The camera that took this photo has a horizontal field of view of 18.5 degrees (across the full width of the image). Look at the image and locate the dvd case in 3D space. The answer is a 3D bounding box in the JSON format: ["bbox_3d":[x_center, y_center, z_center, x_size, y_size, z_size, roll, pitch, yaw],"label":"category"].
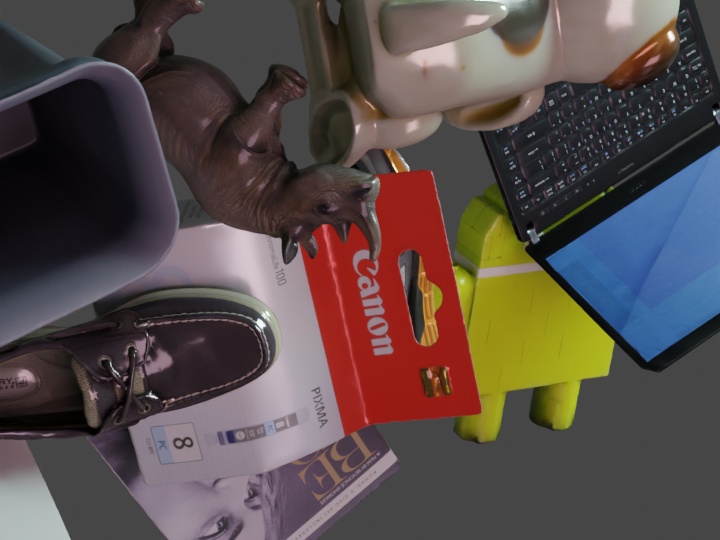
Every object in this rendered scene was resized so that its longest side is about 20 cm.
[{"bbox_3d":[-0.072,0.105,1.360,0.149,0.016,0.200,-40,130,-9],"label":"dvd case"}]

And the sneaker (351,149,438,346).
[{"bbox_3d":[0.000,0.000,1.307,0.077,0.078,0.201,-17,117,-15],"label":"sneaker"}]

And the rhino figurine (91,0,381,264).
[{"bbox_3d":[-0.064,-0.072,1.175,0.088,0.200,0.060,-50,170,11],"label":"rhino figurine"}]

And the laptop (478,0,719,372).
[{"bbox_3d":[0.181,-0.074,1.336,0.177,0.103,0.201,-32,115,-23],"label":"laptop"}]

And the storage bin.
[{"bbox_3d":[-0.217,-0.051,1.104,0.200,0.134,0.146,-27,127,-19],"label":"storage bin"}]

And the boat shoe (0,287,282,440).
[{"bbox_3d":[-0.142,0.059,1.202,0.199,0.065,0.072,-7,113,6],"label":"boat shoe"}]

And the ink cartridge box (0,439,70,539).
[{"bbox_3d":[-0.270,0.177,1.169,0.199,0.145,0.147,9,124,-36],"label":"ink cartridge box"}]

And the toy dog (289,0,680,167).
[{"bbox_3d":[0.075,-0.149,1.199,0.199,0.194,0.140,-12,83,-20],"label":"toy dog"}]

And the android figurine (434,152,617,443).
[{"bbox_3d":[0.116,0.015,1.418,0.181,0.041,0.201,-5,119,-31],"label":"android figurine"}]

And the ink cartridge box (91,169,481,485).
[{"bbox_3d":[-0.044,0.034,1.241,0.199,0.047,0.161,-7,115,13],"label":"ink cartridge box"}]
